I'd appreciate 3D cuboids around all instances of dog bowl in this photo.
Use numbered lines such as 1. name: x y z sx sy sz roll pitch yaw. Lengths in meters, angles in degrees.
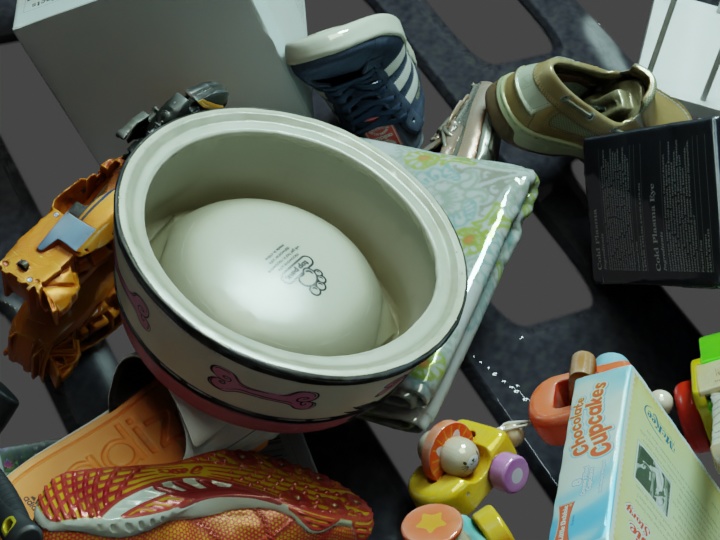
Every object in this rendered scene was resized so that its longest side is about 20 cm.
1. dog bowl: -0.046 0.003 0.900 0.199 0.074 0.201 14 43 -13

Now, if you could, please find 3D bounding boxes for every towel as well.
1. towel: 0.000 0.000 1.015 0.171 0.048 0.200 14 55 21

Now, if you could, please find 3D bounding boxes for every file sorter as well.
1. file sorter: 0.329 -0.193 1.261 0.199 0.125 0.139 16 44 5

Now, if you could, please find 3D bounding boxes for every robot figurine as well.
1. robot figurine: -0.136 -0.026 0.992 0.058 0.145 0.200 36 58 15

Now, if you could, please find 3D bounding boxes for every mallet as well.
1. mallet: -0.199 0.111 0.837 0.041 0.066 0.200 41 2 -26

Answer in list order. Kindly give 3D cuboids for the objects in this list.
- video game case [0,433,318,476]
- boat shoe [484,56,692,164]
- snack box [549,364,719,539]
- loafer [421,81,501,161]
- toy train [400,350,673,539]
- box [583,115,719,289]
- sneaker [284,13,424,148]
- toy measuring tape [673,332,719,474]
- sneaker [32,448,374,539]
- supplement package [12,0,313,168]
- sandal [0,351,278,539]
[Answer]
1. video game case: -0.096 0.165 0.885 0.181 0.023 0.200 -8 48 -19
2. boat shoe: 0.180 -0.112 1.139 0.199 0.076 0.072 0 64 -44
3. snack box: 0.165 0.158 0.839 0.037 0.200 0.116 -20 34 30
4. loafer: 0.059 -0.064 1.118 0.063 0.072 0.200 9 47 7
5. toy train: 0.086 0.114 0.898 0.150 0.056 0.200 -12 35 28
6. box: 0.272 -0.048 1.050 0.199 0.182 0.105 -5 91 -17
7. sneaker: 0.007 -0.116 1.089 0.075 0.200 0.085 -14 87 16
8. toy measuring tape: 0.207 0.088 0.882 0.073 0.074 0.200 17 18 5
9. sneaker: -0.084 0.141 0.856 0.199 0.077 0.073 1 22 -31
10. supplement package: -0.130 -0.193 1.112 0.150 0.152 0.201 -17 44 11
11. sandal: -0.114 0.083 0.891 0.206 0.059 0.079 -34 59 -29
